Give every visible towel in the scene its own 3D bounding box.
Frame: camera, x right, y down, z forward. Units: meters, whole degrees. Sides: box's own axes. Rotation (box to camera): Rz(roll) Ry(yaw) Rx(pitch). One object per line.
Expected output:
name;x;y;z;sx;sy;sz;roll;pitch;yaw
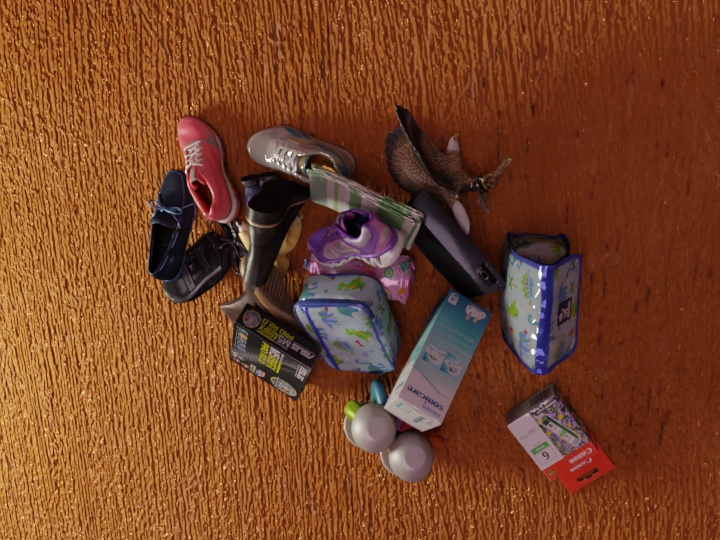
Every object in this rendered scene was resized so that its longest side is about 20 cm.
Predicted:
towel;0.004;-0.101;1.037;0.195;0.153;0.024;25;76;4

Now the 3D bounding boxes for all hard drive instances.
hard drive;0.144;-0.036;1.055;0.042;0.135;0.201;-42;92;-11

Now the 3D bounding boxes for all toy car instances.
toy car;0.067;0.284;1.173;0.198;0.175;0.152;36;77;1

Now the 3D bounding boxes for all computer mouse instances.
computer mouse;-0.287;-0.007;1.202;0.197;0.052;0.142;-32;73;16

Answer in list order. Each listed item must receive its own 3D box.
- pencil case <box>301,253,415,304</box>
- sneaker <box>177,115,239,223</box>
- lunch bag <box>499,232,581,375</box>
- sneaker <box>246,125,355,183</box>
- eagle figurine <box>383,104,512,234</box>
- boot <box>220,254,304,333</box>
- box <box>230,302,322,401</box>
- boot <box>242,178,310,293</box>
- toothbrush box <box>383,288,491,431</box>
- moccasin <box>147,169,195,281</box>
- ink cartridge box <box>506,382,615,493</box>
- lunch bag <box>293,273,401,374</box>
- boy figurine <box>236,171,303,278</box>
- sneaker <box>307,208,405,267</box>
pencil case;0.000;0.000;1.126;0.193;0.088;0.090;12;109;12
sneaker;-0.278;-0.182;1.125;0.072;0.087;0.205;-23;90;18
lunch bag;0.284;0.045;1.012;0.123;0.200;0.176;1;107;12
sneaker;-0.108;-0.197;1.093;0.193;0.081;0.079;14;111;10
eagle figurine;0.125;-0.168;1.028;0.194;0.153;0.155;17;125;-4
boot;-0.199;0.057;1.150;0.162;0.074;0.201;-9;134;32
box;-0.161;0.156;1.170;0.157;0.045;0.201;32;150;2
boot;-0.147;-0.065;1.062;0.075;0.200;0.142;18;115;12
toothbrush box;0.126;0.154;1.063;0.083;0.147;0.204;27;72;2
moccasin;-0.348;-0.084;1.165;0.078;0.068;0.208;2;88;19
ink cartridge box;0.366;0.319;1.155;0.108;0.050;0.202;-37;95;20
lunch bag;-0.021;0.098;1.116;0.156;0.084;0.203;2;138;24
boy figurine;-0.160;-0.072;1.151;0.120;0.064;0.207;-14;109;-12
sneaker;-0.021;-0.060;1.032;0.196;0.082;0.088;1;147;45
